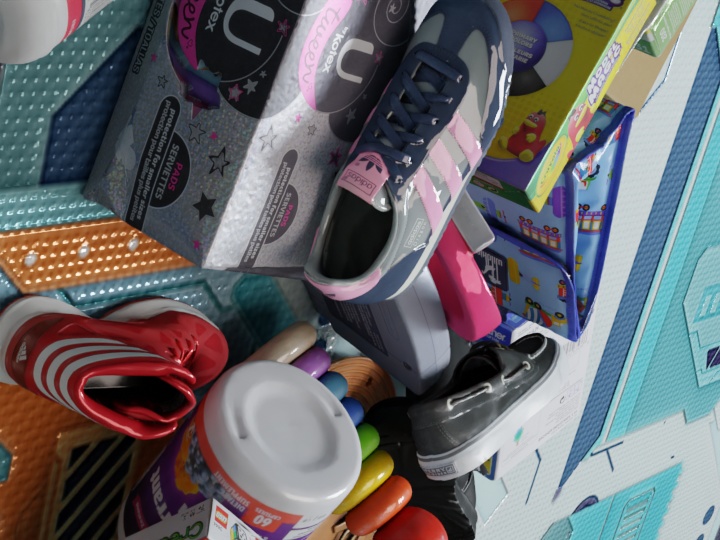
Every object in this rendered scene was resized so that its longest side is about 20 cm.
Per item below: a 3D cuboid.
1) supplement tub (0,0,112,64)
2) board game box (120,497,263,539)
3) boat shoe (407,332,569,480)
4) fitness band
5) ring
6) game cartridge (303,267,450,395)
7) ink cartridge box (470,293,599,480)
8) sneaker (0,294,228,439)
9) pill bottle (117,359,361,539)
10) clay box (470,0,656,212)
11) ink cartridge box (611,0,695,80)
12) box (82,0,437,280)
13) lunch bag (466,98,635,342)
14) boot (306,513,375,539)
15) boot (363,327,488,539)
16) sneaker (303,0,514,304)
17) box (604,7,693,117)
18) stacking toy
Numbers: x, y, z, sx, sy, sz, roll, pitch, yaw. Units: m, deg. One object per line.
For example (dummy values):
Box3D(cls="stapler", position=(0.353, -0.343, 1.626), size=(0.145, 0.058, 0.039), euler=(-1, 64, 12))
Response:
Box3D(cls="supplement tub", position=(-0.131, -0.205, 0.714), size=(0.200, 0.140, 0.141), euler=(-45, 144, -25))
Box3D(cls="board game box", position=(-0.132, 0.225, 0.981), size=(0.126, 0.199, 0.035), euler=(46, 30, -32))
Box3D(cls="boat shoe", position=(0.096, 0.084, 1.115), size=(0.200, 0.068, 0.057), euler=(-38, 109, -55))
Box3D(cls="fitness band", position=(0.034, -0.044, 1.019), size=(0.037, 0.201, 0.144), euler=(-30, 176, -11))
Box3D(cls="ring", position=(-0.041, 0.157, 1.223), size=(0.200, 0.019, 0.201), euler=(-33, 137, -37))
Box3D(cls="game cartridge", position=(0.000, 0.000, 1.055), size=(0.041, 0.133, 0.200), euler=(-39, 143, -14))
Box3D(cls="ink cartridge box", position=(0.142, 0.064, 1.353), size=(0.136, 0.076, 0.201), euler=(-30, 138, -40))
Box3D(cls="sneaker", position=(-0.128, 0.071, 0.948), size=(0.200, 0.115, 0.079), euler=(1, 113, -54))
Box3D(cls="pill bottle", position=(-0.094, 0.160, 1.019), size=(0.111, 0.112, 0.200), euler=(-16, 152, -48))
Box3D(cls="clay box", position=(0.118, -0.153, 1.051), size=(0.201, 0.114, 0.048), euler=(-61, 154, -7))
Box3D(cls="ink cartridge box", position=(0.154, -0.192, 1.114), size=(0.201, 0.145, 0.048), euler=(-57, 149, -7))
Box3D(cls="box", position=(-0.057, -0.107, 0.914), size=(0.132, 0.114, 0.201), euler=(7, 108, -56))
Box3D(cls="lunch bag", position=(0.114, -0.045, 1.159), size=(0.094, 0.150, 0.201), euler=(-42, 144, -37))
Box3D(cls="boot", position=(-0.052, 0.210, 1.177), size=(0.201, 0.076, 0.155), euler=(-63, 151, -13))
Box3D(cls="boot", position=(0.055, 0.108, 1.208), size=(0.199, 0.073, 0.163), euler=(62, 27, -48))
Box3D(cls="sneaker", position=(0.027, -0.069, 0.885), size=(0.082, 0.070, 0.201), euler=(-8, 122, -61))
Box3D(cls="box", position=(0.231, -0.233, 1.304), size=(0.200, 0.021, 0.164), euler=(24, 94, -58))
Box3D(cls="stacking toy", position=(-0.012, 0.137, 1.078), size=(0.085, 0.200, 0.085), euler=(-38, 179, -1))
